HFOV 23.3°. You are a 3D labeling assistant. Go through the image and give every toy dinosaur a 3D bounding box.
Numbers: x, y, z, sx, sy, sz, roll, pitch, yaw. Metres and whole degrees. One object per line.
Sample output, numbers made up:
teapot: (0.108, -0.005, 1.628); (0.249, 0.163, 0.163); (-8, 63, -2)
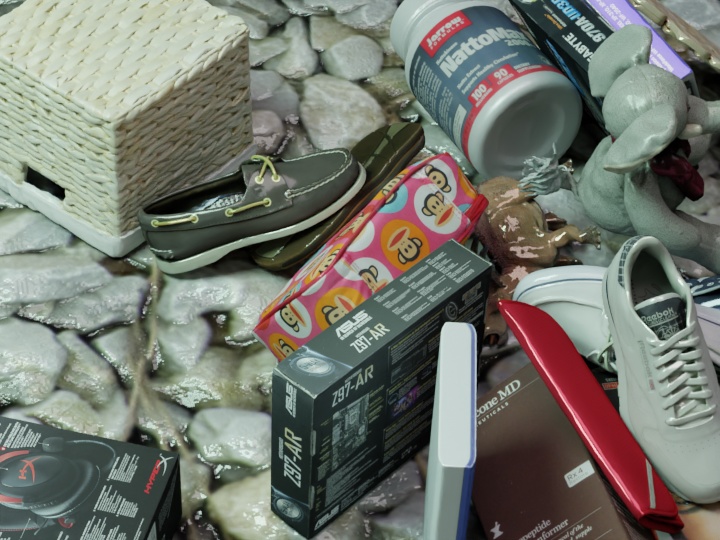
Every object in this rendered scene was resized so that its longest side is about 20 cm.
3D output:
toy dinosaur: (0.127, -0.033, 1.521); (0.135, 0.086, 0.201); (-4, 42, -6)

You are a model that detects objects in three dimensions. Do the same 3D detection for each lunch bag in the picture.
lunch bag: (0.000, 0.000, 1.431); (0.082, 0.176, 0.200); (47, 58, -6)

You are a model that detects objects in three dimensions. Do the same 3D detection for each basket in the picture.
basket: (-0.226, -0.154, 1.578); (0.198, 0.161, 0.200); (30, 51, 25)

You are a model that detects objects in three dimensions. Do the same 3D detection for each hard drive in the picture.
hard drive: (0.061, 0.155, 1.228); (0.025, 0.201, 0.132); (4, 42, 1)

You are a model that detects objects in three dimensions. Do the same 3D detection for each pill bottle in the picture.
pill bottle: (0.111, -0.186, 1.661); (0.119, 0.120, 0.200); (-18, 46, -21)

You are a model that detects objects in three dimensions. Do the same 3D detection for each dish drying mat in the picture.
dish drying mat: (0.169, 0.104, 1.280); (0.077, 0.018, 0.201); (19, 35, -52)

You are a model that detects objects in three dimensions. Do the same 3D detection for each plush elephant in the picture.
plush elephant: (0.244, -0.109, 1.431); (0.199, 0.155, 0.166); (7, 54, -14)

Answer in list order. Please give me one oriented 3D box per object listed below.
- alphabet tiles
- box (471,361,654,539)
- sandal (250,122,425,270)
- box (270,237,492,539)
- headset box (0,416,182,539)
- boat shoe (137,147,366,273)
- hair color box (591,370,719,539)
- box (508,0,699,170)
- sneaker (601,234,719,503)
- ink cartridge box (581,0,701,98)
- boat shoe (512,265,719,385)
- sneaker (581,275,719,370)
alphabet tiles: (0.330, -0.214, 1.686); (0.199, 0.015, 0.196); (35, 16, -15)
box: (0.143, 0.172, 1.280); (0.100, 0.075, 0.201); (-36, 42, 14)
sandal: (-0.012, -0.059, 1.561); (0.081, 0.055, 0.200); (13, 49, 46)
box: (0.016, 0.090, 1.327); (0.043, 0.161, 0.200); (33, 51, 29)
headset box: (-0.245, 0.188, 1.266); (0.199, 0.075, 0.149); (10, 43, 8)
boat shoe: (-0.094, -0.063, 1.512); (0.200, 0.061, 0.072); (-23, 34, 1)
hair color box: (0.247, 0.162, 1.335); (0.101, 0.061, 0.201); (-7, 44, -10)
box: (0.223, -0.176, 1.604); (0.046, 0.200, 0.159); (-40, 51, 3)
sneaker: (0.227, 0.073, 1.280); (0.076, 0.081, 0.201); (-17, 76, -8)
ink cartridge box: (0.240, -0.226, 1.635); (0.043, 0.200, 0.198); (-40, 68, 4)
boat shoe: (0.213, 0.050, 1.356); (0.199, 0.074, 0.067); (10, 38, 10)
sneaker: (0.243, 0.043, 1.424); (0.199, 0.071, 0.108); (-10, 4, -17)
